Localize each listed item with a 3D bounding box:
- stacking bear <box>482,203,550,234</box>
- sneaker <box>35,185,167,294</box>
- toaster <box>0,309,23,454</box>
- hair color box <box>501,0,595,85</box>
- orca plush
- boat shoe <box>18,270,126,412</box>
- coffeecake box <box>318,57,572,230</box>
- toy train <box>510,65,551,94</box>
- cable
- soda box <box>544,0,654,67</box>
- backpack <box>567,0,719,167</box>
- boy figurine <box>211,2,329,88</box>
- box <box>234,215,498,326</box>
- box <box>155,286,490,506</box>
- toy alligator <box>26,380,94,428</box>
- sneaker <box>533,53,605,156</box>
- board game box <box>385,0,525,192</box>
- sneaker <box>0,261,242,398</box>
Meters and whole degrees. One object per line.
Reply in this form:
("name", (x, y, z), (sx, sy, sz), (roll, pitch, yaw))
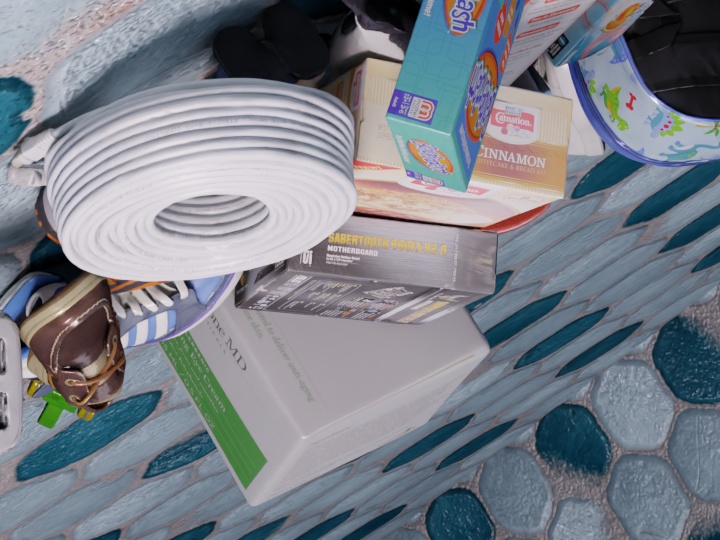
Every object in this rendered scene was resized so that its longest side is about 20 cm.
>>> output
("stacking bear", (0.076, -0.063, 1.907), (0.113, 0.122, 0.200), (-31, 175, -13))
("sneaker", (-0.172, -0.019, 1.540), (0.112, 0.078, 0.200), (-19, 160, 36))
("toaster", (-0.306, 0.074, 1.403), (0.129, 0.114, 0.200), (-2, 180, 29))
("hair color box", (0.105, -0.190, 1.578), (0.101, 0.061, 0.200), (-20, 164, -43))
("orca plush", (0.012, -0.175, 1.469), (0.105, 0.071, 0.200), (11, 172, 16))
("boat shoe", (-0.186, 0.056, 1.497), (0.072, 0.072, 0.200), (-39, 173, -19))
("coffeecake box", (0.036, -0.081, 1.538), (0.153, 0.073, 0.200), (10, 169, -19))
("toy train", (0.050, -0.110, 1.716), (0.199, 0.087, 0.114), (-23, 156, -26))
("cable", (-0.099, -0.056, 1.392), (0.200, 0.070, 0.199), (-26, 153, 37))
("soda box", (0.198, -0.236, 1.596), (0.063, 0.069, 0.200), (-20, 162, -42))
("backpack", (0.261, -0.169, 1.753), (0.199, 0.184, 0.147), (-8, 160, -30))
("boy figurine", (-0.082, -0.100, 1.475), (0.124, 0.065, 0.200), (-29, 164, -25))
("box", (0.000, 0.000, 1.659), (0.158, 0.049, 0.200), (5, 170, -13))
("box", (-0.040, 0.053, 1.838), (0.199, 0.199, 0.171), (-24, 165, -29))
("toy alligator", (-0.228, 0.070, 1.811), (0.200, 0.059, 0.054), (-51, -161, 53))
("sneaker", (0.158, -0.146, 1.856), (0.084, 0.073, 0.200), (-2, 157, 11))
("board game box", (0.071, -0.163, 1.365), (0.152, 0.045, 0.201), (59, 48, -78))
("sneaker", (-0.187, 0.021, 1.638), (0.199, 0.081, 0.146), (-28, 172, 10))
